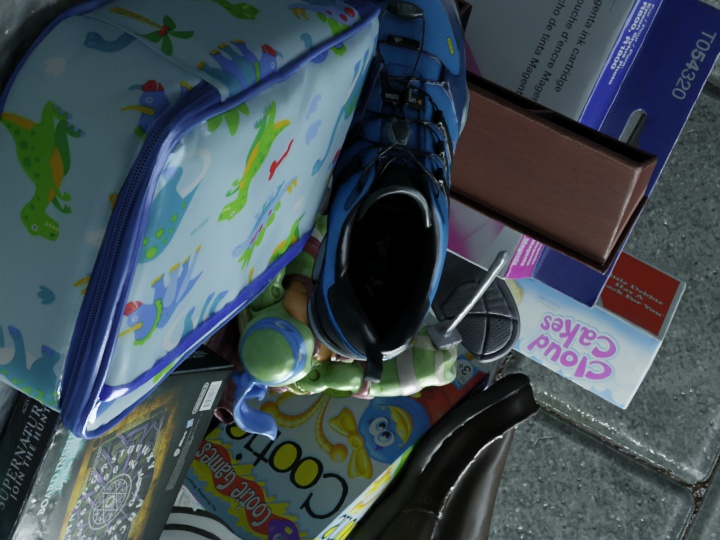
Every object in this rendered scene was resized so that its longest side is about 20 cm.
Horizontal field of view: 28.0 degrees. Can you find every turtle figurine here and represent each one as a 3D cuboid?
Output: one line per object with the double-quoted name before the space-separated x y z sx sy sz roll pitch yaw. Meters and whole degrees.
"turtle figurine" 0.000 0.000 0.818 0.194 0.143 0.202 -54 163 -85

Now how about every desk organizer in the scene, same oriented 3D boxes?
"desk organizer" 0.066 -0.088 0.791 0.072 0.199 0.077 -52 163 -40

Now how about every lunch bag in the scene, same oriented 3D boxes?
"lunch bag" -0.073 -0.036 0.585 0.200 0.082 0.162 -43 160 -58

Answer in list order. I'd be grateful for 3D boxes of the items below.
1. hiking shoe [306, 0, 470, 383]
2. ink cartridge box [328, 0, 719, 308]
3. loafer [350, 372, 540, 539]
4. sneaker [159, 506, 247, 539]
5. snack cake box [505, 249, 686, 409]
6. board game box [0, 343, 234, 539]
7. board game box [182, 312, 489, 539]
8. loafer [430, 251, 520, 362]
"hiking shoe" 0.021 -0.053 0.673 0.087 0.074 0.202 -156 -111 -77
"ink cartridge box" 0.090 -0.103 0.859 0.198 0.199 0.043 -66 168 16
"loafer" 0.067 0.149 0.970 0.073 0.071 0.201 -24 153 -51
"sneaker" -0.077 0.207 0.827 0.199 0.116 0.076 20 116 -39
"snack cake box" 0.140 0.010 1.109 0.068 0.199 0.115 -67 169 27
"board game box" -0.144 0.132 0.708 0.135 0.028 0.202 0 117 -63
"board game box" -0.018 0.116 0.994 0.200 0.105 0.103 -43 164 -12
"loafer" 0.052 -0.033 1.001 0.071 0.202 0.063 -22 -169 3
